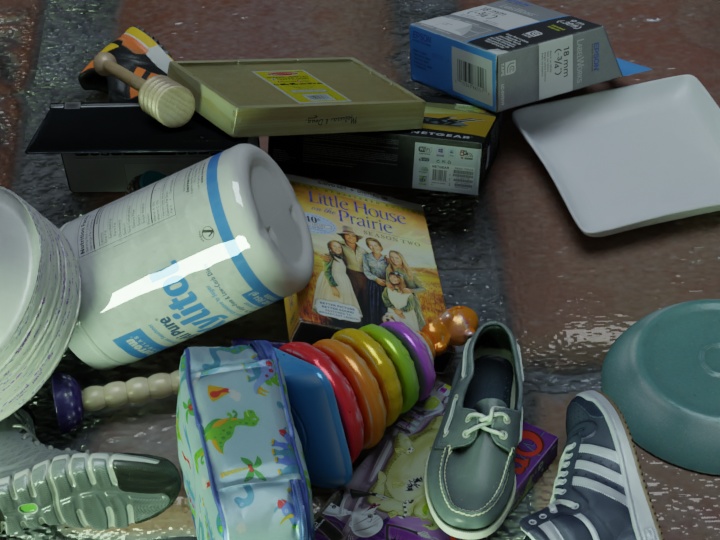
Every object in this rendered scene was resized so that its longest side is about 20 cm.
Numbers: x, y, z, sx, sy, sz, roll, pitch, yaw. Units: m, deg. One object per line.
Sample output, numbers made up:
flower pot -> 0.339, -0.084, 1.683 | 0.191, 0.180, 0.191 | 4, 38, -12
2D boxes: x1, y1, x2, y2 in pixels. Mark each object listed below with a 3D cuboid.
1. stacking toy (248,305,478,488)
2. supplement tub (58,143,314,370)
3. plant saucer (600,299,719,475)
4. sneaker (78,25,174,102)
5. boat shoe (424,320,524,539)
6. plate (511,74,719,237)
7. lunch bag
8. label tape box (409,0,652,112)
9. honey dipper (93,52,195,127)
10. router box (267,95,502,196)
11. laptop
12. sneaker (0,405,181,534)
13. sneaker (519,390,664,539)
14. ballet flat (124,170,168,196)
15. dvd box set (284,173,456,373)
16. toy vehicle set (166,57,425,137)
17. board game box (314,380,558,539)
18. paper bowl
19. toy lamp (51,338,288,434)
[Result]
stacking toy -> 0.017, 0.080, 1.468 | 0.199, 0.111, 0.116 | -28, 27, -29
supplement tub -> -0.151, -0.010, 1.510 | 0.199, 0.132, 0.133 | -24, 37, 18
plant saucer -> 0.301, 0.085, 1.517 | 0.198, 0.036, 0.201 | -1, 42, 1
sneaker -> -0.202, -0.162, 1.795 | 0.090, 0.070, 0.200 | -37, 51, -15
boat shoe -> 0.092, 0.121, 1.422 | 0.072, 0.062, 0.201 | 8, 41, 8
plate -> 0.267, -0.105, 1.735 | 0.198, 0.032, 0.201 | -13, 43, -12
lunch bag -> -0.086, 0.164, 1.346 | 0.082, 0.162, 0.201 | -6, 43, -13
label tape box -> 0.168, -0.221, 1.798 | 0.199, 0.064, 0.144 | -18, 28, -30
honey dipper -> -0.202, -0.167, 1.630 | 0.038, 0.038, 0.200 | -21, 26, -21
router box -> 0.026, -0.125, 1.708 | 0.198, 0.053, 0.157 | 7, 19, 9
laptop -> -0.186, -0.090, 1.626 | 0.185, 0.201, 0.117 | 0, 56, 1
sneaker -> -0.242, 0.145, 1.435 | 0.198, 0.075, 0.116 | -6, 39, -4
sneaker -> 0.160, 0.174, 1.393 | 0.107, 0.070, 0.201 | -6, 44, -8
ballet flat -> -0.121, -0.019, 1.614 | 0.199, 0.065, 0.071 | 29, 36, -4
dvd box set -> 0.000, 0.000, 1.589 | 0.145, 0.030, 0.201 | 13, 38, -18
toy vehicle set -> -0.057, -0.156, 1.621 | 0.199, 0.027, 0.124 | -5, 27, -33
board game box -> 0.055, 0.175, 1.429 | 0.119, 0.032, 0.200 | 26, 48, 22
paper bowl -> -0.330, 0.022, 1.445 | 0.199, 0.104, 0.202 | -14, 58, 23
toy lamp -> -0.153, 0.093, 1.505 | 0.198, 0.059, 0.058 | -8, 42, -7
